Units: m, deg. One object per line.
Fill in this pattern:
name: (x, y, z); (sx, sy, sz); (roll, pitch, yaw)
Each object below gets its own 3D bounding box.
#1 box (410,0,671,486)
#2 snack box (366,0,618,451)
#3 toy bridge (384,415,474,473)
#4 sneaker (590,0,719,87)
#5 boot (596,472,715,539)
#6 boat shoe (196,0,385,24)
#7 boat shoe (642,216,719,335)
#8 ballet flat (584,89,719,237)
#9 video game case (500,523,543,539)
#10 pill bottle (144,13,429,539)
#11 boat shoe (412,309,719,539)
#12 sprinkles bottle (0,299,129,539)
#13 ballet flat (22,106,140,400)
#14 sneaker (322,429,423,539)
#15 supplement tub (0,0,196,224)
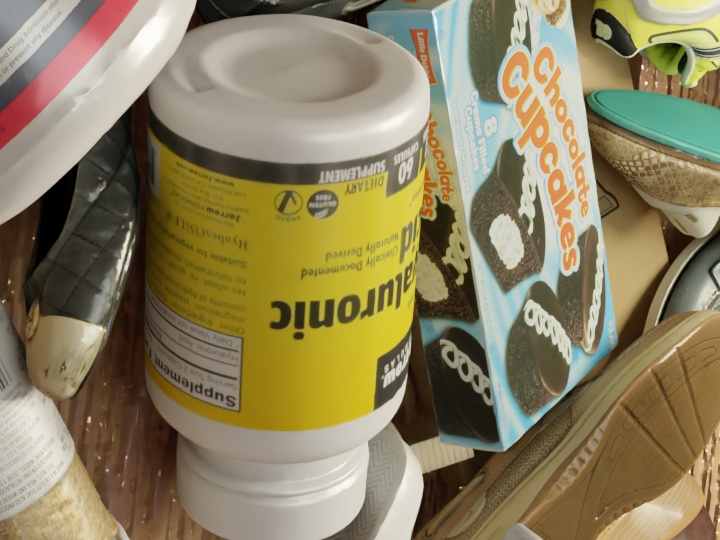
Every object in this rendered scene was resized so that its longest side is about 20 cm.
box: (0.078, -0.020, 1.074); (0.163, 0.021, 0.201); (-31, 118, -32)
snack box: (0.062, -0.036, 0.998); (0.116, 0.037, 0.201); (-36, 122, -50)
toy bridge: (0.000, 0.000, 0.996); (0.067, 0.027, 0.201); (-17, 112, -13)
sneaker: (0.169, -0.130, 1.096); (0.200, 0.075, 0.077); (12, 112, -52)
boot: (0.118, 0.191, 1.119); (0.200, 0.072, 0.167); (-44, 122, -29)
boat shoe: (0.009, -0.152, 0.972); (0.200, 0.072, 0.068); (-28, 154, -41)
boat shoe: (0.205, 0.010, 1.143); (0.200, 0.062, 0.073); (-51, 131, -34)
ballet flat: (0.187, -0.044, 1.094); (0.199, 0.071, 0.066); (6, 123, -22)
video game case: (0.051, 0.231, 1.026); (0.200, 0.022, 0.182); (-51, 140, -7)
pill bottle: (-0.033, 0.007, 0.914); (0.111, 0.111, 0.201); (-21, 128, -36)
boat shoe: (0.098, 0.084, 1.054); (0.200, 0.064, 0.071); (-42, 129, -20)
sprinkles bottle: (-0.150, 0.060, 0.866); (0.068, 0.068, 0.201); (-39, 122, -28)
ballet flat: (-0.116, -0.049, 0.861); (0.057, 0.066, 0.201); (10, 72, -29)
sneaker: (-0.013, 0.175, 1.011); (0.115, 0.074, 0.201); (36, 85, -42)
supplement tub: (-0.164, -0.120, 0.746); (0.200, 0.140, 0.141); (46, 69, -20)
